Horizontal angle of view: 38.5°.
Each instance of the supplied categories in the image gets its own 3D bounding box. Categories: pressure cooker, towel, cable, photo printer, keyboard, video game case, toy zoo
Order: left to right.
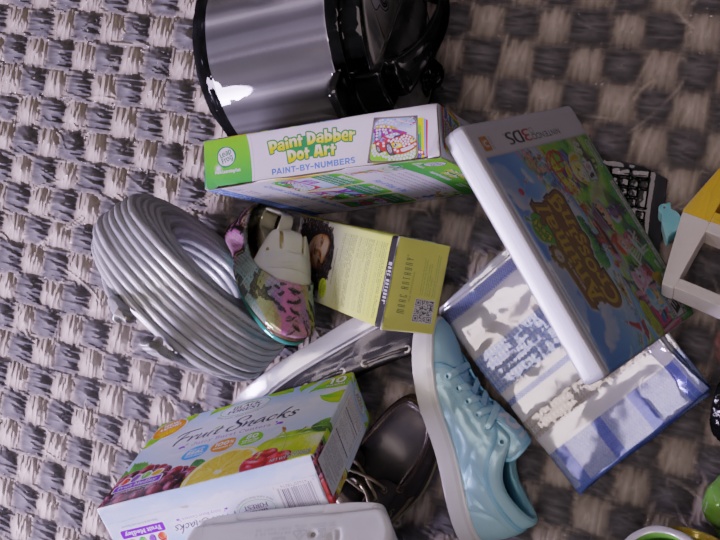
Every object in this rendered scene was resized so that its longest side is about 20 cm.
[{"bbox_3d":[-0.150,0.012,0.915,0.069,0.200,0.200,-46,51,9],"label":"cable"},{"bbox_3d":[-0.034,0.270,0.813,0.164,0.201,0.070,-7,41,11],"label":"photo printer"},{"bbox_3d":[-0.020,-0.195,0.878,0.198,0.178,0.178,-5,87,25],"label":"pressure cooker"},{"bbox_3d":[0.172,0.063,0.855,0.147,0.024,0.201,-41,75,17],"label":"towel"},{"bbox_3d":[0.164,-0.030,0.780,0.022,0.181,0.201,-35,80,38],"label":"video game case"},{"bbox_3d":[0.184,0.007,0.873,0.126,0.021,0.203,7,91,22],"label":"keyboard"},{"bbox_3d":[0.320,-0.011,0.782,0.199,0.021,0.132,26,71,25],"label":"toy zoo"}]

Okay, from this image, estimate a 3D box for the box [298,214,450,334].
[{"bbox_3d":[0.000,0.000,0.870,0.200,0.050,0.076,14,94,63],"label":"box"}]

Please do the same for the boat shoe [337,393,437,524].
[{"bbox_3d":[0.005,0.201,0.913,0.074,0.073,0.201,33,101,19],"label":"boat shoe"}]

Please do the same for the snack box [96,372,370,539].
[{"bbox_3d":[-0.101,0.160,0.866,0.198,0.142,0.053,-17,105,18],"label":"snack box"}]

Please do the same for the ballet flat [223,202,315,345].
[{"bbox_3d":[-0.076,-0.013,0.903,0.072,0.069,0.200,-62,26,17],"label":"ballet flat"}]

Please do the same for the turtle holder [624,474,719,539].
[{"bbox_3d":[0.247,0.251,0.760,0.184,0.141,0.132,-32,118,-4],"label":"turtle holder"}]

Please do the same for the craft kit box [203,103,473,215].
[{"bbox_3d":[0.004,-0.085,0.853,0.195,0.200,0.049,-3,86,21],"label":"craft kit box"}]

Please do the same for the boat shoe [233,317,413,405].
[{"bbox_3d":[-0.024,0.098,0.935,0.199,0.070,0.067,-32,76,11],"label":"boat shoe"}]

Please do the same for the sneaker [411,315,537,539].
[{"bbox_3d":[0.103,0.130,0.877,0.081,0.074,0.202,-14,96,22],"label":"sneaker"}]

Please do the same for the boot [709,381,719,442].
[{"bbox_3d":[0.348,0.132,0.771,0.166,0.076,0.203,3,83,19],"label":"boot"}]
